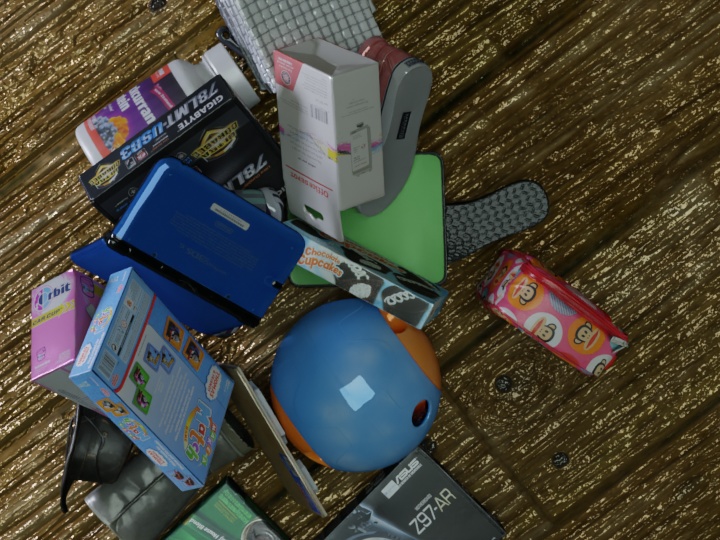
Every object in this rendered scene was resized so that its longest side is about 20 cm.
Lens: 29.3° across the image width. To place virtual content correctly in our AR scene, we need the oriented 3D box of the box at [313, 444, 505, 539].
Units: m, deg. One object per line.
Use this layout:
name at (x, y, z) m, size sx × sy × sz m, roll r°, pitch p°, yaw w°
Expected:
box at (0.054, 0.335, 1.701) m, size 0.200 × 0.044 × 0.160 m, roll -44°, pitch 97°, yaw 2°

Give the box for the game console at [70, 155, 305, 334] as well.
game console at (-0.193, -0.023, 1.541) m, size 0.200 × 0.118 × 0.171 m, roll 31°, pitch 94°, yaw -26°

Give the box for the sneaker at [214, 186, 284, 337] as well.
sneaker at (-0.163, -0.013, 1.612) m, size 0.087 × 0.074 × 0.201 m, roll 6°, pitch 118°, yaw -33°

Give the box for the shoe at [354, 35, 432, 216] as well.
shoe at (0.017, -0.169, 1.606) m, size 0.071 × 0.091 × 0.201 m, roll -9°, pitch 127°, yaw -40°

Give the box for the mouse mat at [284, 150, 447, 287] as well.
mouse mat at (0.005, -0.060, 1.654) m, size 0.199 × 0.008 × 0.162 m, roll -1°, pitch 96°, yaw 12°

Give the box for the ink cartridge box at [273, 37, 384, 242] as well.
ink cartridge box at (-0.033, -0.146, 1.543) m, size 0.067 × 0.116 × 0.201 m, roll -21°, pitch 124°, yaw -30°

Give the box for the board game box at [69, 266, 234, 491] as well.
board game box at (-0.220, 0.119, 1.490) m, size 0.036 × 0.152 × 0.200 m, roll -19°, pitch 127°, yaw 28°

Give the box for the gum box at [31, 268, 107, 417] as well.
gum box at (-0.273, 0.096, 1.531) m, size 0.066 × 0.200 × 0.114 m, roll -24°, pitch 54°, yaw 23°

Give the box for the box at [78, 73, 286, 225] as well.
box at (-0.187, -0.102, 1.576) m, size 0.200 × 0.199 × 0.050 m, roll -36°, pitch 54°, yaw 2°

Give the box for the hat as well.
hat at (-0.297, 0.184, 1.594) m, size 0.080 × 0.201 × 0.202 m, roll 8°, pitch 95°, yaw -8°

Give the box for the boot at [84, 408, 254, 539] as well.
boot at (-0.252, 0.218, 1.667) m, size 0.200 × 0.073 × 0.182 m, roll -37°, pitch 94°, yaw 8°

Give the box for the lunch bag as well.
lunch bag at (0.229, 0.056, 1.606) m, size 0.176 × 0.200 × 0.082 m, roll 36°, pitch 94°, yaw -9°

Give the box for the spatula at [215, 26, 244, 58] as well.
spatula at (-0.088, -0.231, 1.649) m, size 0.200 × 0.021 × 0.057 m, roll 33°, pitch 83°, yaw -4°

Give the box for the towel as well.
towel at (-0.082, -0.320, 1.597) m, size 0.165 × 0.086 × 0.201 m, roll -30°, pitch 102°, yaw -19°

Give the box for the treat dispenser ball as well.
treat dispenser ball at (-0.005, 0.133, 1.599) m, size 0.200 × 0.201 × 0.202 m, roll 0°, pitch 96°, yaw -3°

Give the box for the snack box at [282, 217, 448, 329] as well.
snack box at (0.000, 0.000, 1.599) m, size 0.199 × 0.116 × 0.037 m, roll 28°, pitch 101°, yaw 8°

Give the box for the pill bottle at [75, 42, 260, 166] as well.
pill bottle at (-0.220, -0.175, 1.602) m, size 0.200 × 0.111 × 0.112 m, roll -35°, pitch 96°, yaw 0°

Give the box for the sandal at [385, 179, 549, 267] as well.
sandal at (0.130, -0.055, 1.660) m, size 0.199 × 0.048 × 0.076 m, roll -15°, pitch 94°, yaw 6°

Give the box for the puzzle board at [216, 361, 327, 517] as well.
puzzle board at (-0.105, 0.195, 1.627) m, size 0.017 × 0.151 × 0.201 m, roll -32°, pitch 97°, yaw -15°

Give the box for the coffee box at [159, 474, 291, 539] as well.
coffee box at (-0.193, 0.364, 1.689) m, size 0.200 × 0.044 × 0.123 m, roll -43°, pitch 96°, yaw 1°
